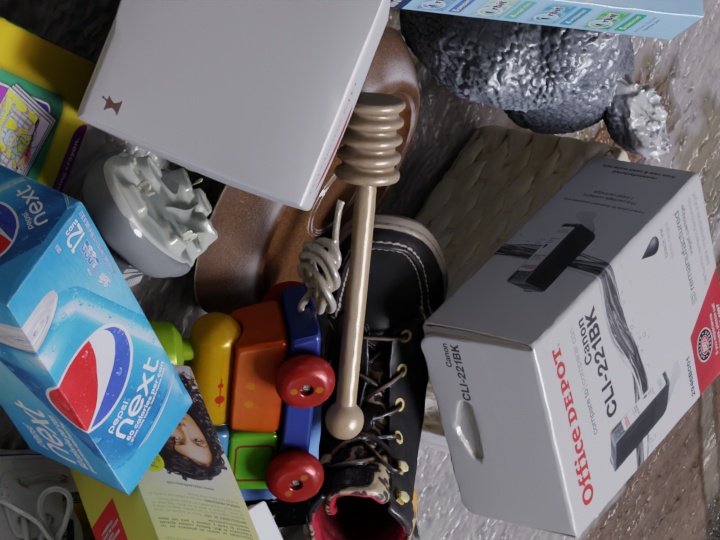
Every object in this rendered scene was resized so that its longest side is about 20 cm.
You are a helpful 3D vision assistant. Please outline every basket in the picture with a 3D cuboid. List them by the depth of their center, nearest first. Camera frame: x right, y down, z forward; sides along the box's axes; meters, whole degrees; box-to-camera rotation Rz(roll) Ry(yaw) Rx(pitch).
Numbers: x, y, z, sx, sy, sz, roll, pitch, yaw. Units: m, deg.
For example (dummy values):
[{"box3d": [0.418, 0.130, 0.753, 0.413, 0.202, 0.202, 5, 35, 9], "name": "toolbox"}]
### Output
[{"box3d": [0.099, 0.012, 1.737, 0.200, 0.135, 0.123, -54, 138, -30], "name": "basket"}]

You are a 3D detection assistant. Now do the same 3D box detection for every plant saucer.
[{"box3d": [-0.023, -0.051, 1.551, 0.200, 0.032, 0.200, -49, 161, -23], "name": "plant saucer"}]

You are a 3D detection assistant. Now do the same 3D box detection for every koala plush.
[{"box3d": [0.115, -0.149, 1.636, 0.184, 0.177, 0.200, -60, 159, -17], "name": "koala plush"}]

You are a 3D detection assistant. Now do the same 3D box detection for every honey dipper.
[{"box3d": [0.000, 0.000, 1.494, 0.038, 0.038, 0.200, -20, 119, -53], "name": "honey dipper"}]

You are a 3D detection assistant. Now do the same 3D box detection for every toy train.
[{"box3d": [-0.076, 0.040, 1.489, 0.115, 0.085, 0.200, -1, 127, -11], "name": "toy train"}]

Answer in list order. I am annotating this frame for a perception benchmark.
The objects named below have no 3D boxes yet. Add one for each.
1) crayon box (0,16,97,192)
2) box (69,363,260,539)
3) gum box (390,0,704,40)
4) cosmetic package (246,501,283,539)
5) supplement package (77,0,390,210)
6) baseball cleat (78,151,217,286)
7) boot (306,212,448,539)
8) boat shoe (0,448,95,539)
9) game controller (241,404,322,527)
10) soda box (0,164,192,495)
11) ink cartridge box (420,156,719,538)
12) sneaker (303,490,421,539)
[{"box3d": [-0.221, -0.033, 1.260, 0.172, 0.058, 0.200, 23, 89, -60], "name": "crayon box"}, {"box3d": [-0.100, 0.131, 1.387, 0.075, 0.200, 0.050, 11, 128, -38], "name": "box"}, {"box3d": [0.092, -0.225, 1.482, 0.200, 0.045, 0.170, 4, 75, -21], "name": "gum box"}, {"box3d": [-0.152, 0.201, 1.448, 0.200, 0.151, 0.052, -30, 98, -49], "name": "cosmetic package"}, {"box3d": [-0.059, -0.105, 1.337, 0.200, 0.120, 0.121, -77, -171, -89], "name": "supplement package"}, {"box3d": [-0.129, -0.012, 1.351, 0.106, 0.070, 0.200, -28, 175, 6], "name": "baseball cleat"}, {"box3d": [0.007, 0.077, 1.579, 0.200, 0.073, 0.151, 99, -2, -52], "name": "boot"}, {"box3d": [-0.177, 0.142, 1.426, 0.202, 0.086, 0.075, 1, 109, -59], "name": "boat shoe"}, {"box3d": [-0.054, 0.110, 1.655, 0.200, 0.042, 0.105, 1, 109, -60], "name": "game controller"}, {"box3d": [-0.150, 0.030, 1.291, 0.064, 0.068, 0.200, -57, 153, -20], "name": "soda box"}, {"box3d": [0.136, 0.045, 1.612, 0.200, 0.084, 0.145, -43, 130, -38], "name": "ink cartridge box"}, {"box3d": [0.013, 0.209, 1.730, 0.077, 0.078, 0.200, 57, 22, -45], "name": "sneaker"}]
